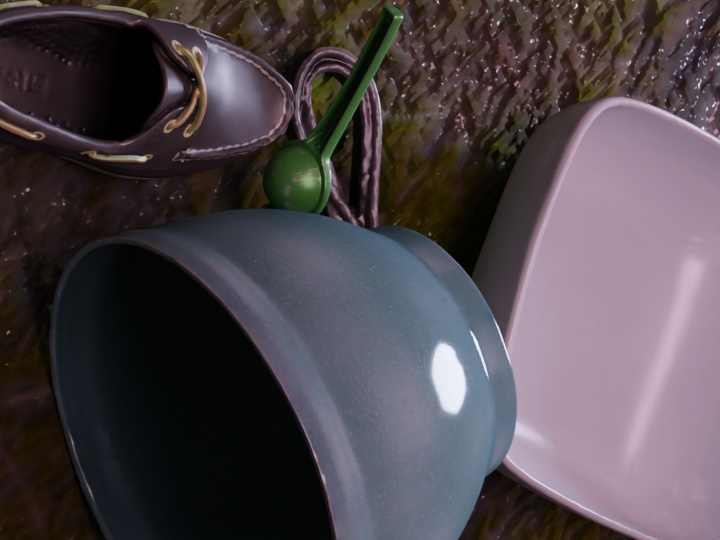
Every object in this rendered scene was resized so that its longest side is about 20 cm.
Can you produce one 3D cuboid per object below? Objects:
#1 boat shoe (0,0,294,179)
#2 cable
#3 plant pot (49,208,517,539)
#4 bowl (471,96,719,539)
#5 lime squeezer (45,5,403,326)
[{"bbox_3d":[-0.103,-0.076,1.184,0.201,0.061,0.072,4,91,-40],"label":"boat shoe"},{"bbox_3d":[0.000,0.000,1.275,0.097,0.050,0.200,7,92,-17],"label":"cable"},{"bbox_3d":[-0.020,0.057,1.168,0.134,0.200,0.200,-25,109,-32],"label":"plant pot"},{"bbox_3d":[0.127,0.026,1.377,0.200,0.075,0.200,27,77,-38],"label":"bowl"},{"bbox_3d":[-0.049,-0.036,1.229,0.200,0.038,0.071,-41,132,1],"label":"lime squeezer"}]
